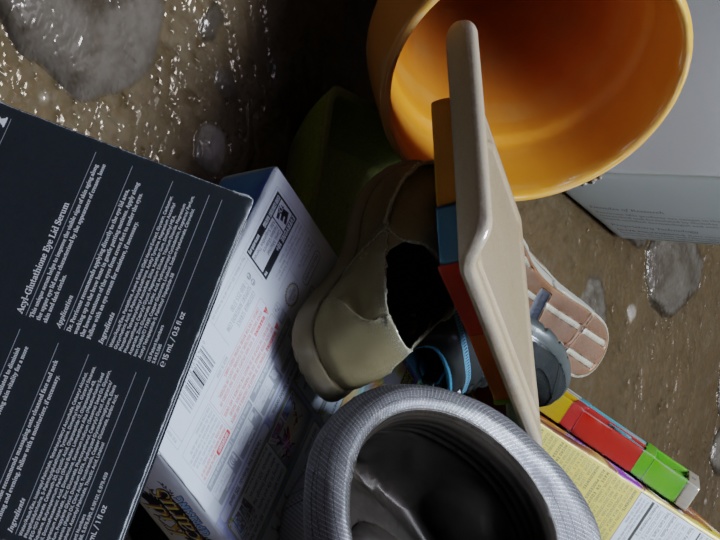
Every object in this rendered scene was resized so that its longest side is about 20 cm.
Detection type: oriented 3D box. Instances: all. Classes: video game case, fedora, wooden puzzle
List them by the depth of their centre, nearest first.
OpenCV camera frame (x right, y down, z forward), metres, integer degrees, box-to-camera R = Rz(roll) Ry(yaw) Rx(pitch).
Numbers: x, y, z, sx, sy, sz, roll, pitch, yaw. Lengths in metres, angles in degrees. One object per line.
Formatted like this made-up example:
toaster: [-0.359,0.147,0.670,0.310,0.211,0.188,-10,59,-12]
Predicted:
fedora: [0.032,0.158,1.014,0.199,0.090,0.178,28,55,-28]
video game case: [-0.054,0.076,1.038,0.182,0.045,0.201,56,42,-32]
wooden puzzle: [0.072,-0.016,1.083,0.201,0.037,0.186,72,13,-46]

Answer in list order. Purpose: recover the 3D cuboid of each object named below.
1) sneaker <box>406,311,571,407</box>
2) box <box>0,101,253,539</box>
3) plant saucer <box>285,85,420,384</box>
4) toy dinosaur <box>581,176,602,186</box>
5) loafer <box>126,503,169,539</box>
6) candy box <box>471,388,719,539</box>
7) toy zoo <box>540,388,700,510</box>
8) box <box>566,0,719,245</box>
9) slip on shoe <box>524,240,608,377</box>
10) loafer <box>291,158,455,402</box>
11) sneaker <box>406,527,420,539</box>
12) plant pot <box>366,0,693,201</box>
sneaker: [0.068,0.052,1.227,0.200,0.073,0.082,38,68,-42]
box: [-0.153,0.039,0.884,0.079,0.140,0.201,123,-12,-67]
plant saucer: [0.000,0.000,1.214,0.199,0.048,0.201,20,76,-57]
toy dinosaur: [0.137,-0.151,1.385,0.136,0.085,0.200,64,37,-28]
loafer: [-0.101,0.176,1.044,0.063,0.071,0.201,-87,157,-64]
candy box: [0.168,0.160,1.338,0.199,0.117,0.057,34,93,-11]
toy zoo: [0.163,0.108,1.371,0.021,0.199,0.131,-56,171,3]
box: [0.282,-0.138,1.499,0.171,0.199,0.200,32,68,-52]
slip on shoe: [0.106,0.011,1.376,0.200,0.060,0.076,35,83,-34]
loafer: [0.026,0.002,1.072,0.076,0.067,0.200,60,35,-28]
sneaker: [0.011,0.168,1.108,0.077,0.080,0.201,25,51,-24]
plant pot: [0.090,-0.179,1.189,0.200,0.199,0.184,56,12,-44]
